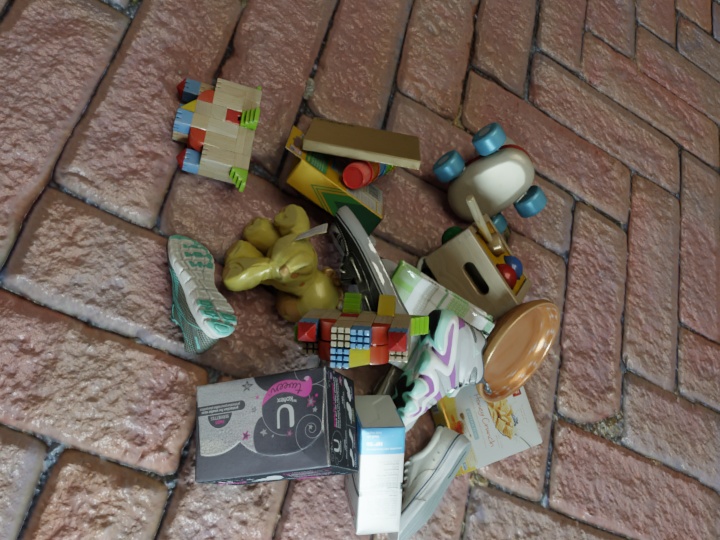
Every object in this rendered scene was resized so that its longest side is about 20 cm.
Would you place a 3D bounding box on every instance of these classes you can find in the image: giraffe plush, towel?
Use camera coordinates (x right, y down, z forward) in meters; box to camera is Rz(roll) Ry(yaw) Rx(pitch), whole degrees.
[{"bbox_3d":[-0.097,0.011,1.131,0.163,0.197,0.174,58,45,-34],"label":"giraffe plush"},{"bbox_3d":[0.107,0.095,1.144,0.198,0.031,0.151,31,85,-22],"label":"towel"}]

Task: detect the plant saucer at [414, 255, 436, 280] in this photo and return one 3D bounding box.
[{"bbox_3d":[0.145,0.073,1.273,0.199,0.050,0.202,40,30,-29],"label":"plant saucer"}]

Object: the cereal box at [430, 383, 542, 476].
[{"bbox_3d":[0.220,0.260,1.274,0.197,0.039,0.147,-11,77,-33],"label":"cereal box"}]

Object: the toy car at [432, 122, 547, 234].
[{"bbox_3d":[0.254,-0.200,1.437,0.185,0.175,0.201,50,25,-19],"label":"toy car"}]

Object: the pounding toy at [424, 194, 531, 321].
[{"bbox_3d":[0.212,-0.024,1.279,0.202,0.141,0.184,56,25,1],"label":"pounding toy"}]

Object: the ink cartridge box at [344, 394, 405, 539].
[{"bbox_3d":[0.018,0.299,1.059,0.066,0.116,0.205,0,103,-9],"label":"ink cartridge box"}]

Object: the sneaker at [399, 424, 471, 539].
[{"bbox_3d":[0.098,0.338,1.161,0.070,0.074,0.200,27,63,30],"label":"sneaker"}]

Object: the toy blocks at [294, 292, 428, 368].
[{"bbox_3d":[-0.007,0.092,0.989,0.195,0.137,0.102,3,98,7],"label":"toy blocks"}]

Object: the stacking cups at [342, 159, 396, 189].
[{"bbox_3d":[0.015,-0.178,1.265,0.061,0.060,0.200,49,28,-4],"label":"stacking cups"}]

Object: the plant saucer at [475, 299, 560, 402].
[{"bbox_3d":[0.262,0.132,1.235,0.198,0.203,0.037,-20,43,-35],"label":"plant saucer"}]

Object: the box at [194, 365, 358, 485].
[{"bbox_3d":[-0.114,0.213,0.984,0.115,0.196,0.135,43,40,-64],"label":"box"}]

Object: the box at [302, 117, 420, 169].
[{"bbox_3d":[0.005,-0.219,1.243,0.196,0.022,0.164,11,24,-1],"label":"box"}]

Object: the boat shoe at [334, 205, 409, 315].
[{"bbox_3d":[0.000,0.000,1.084,0.070,0.072,0.203,-28,75,3],"label":"boat shoe"}]

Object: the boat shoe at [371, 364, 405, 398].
[{"bbox_3d":[0.053,0.193,1.180,0.075,0.073,0.201,47,62,-11],"label":"boat shoe"}]

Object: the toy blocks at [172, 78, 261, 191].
[{"bbox_3d":[-0.240,-0.231,1.171,0.134,0.100,0.204,12,66,-15],"label":"toy blocks"}]

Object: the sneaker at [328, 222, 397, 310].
[{"bbox_3d":[-0.006,0.009,1.219,0.074,0.116,0.200,1,34,-41],"label":"sneaker"}]

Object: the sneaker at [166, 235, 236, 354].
[{"bbox_3d":[-0.253,0.036,1.063,0.077,0.091,0.202,14,39,-43],"label":"sneaker"}]

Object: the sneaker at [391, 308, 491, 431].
[{"bbox_3d":[0.137,0.174,1.113,0.138,0.078,0.203,23,96,-18],"label":"sneaker"}]

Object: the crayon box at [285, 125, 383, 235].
[{"bbox_3d":[-0.053,-0.151,1.234,0.198,0.052,0.126,35,23,-15],"label":"crayon box"}]
